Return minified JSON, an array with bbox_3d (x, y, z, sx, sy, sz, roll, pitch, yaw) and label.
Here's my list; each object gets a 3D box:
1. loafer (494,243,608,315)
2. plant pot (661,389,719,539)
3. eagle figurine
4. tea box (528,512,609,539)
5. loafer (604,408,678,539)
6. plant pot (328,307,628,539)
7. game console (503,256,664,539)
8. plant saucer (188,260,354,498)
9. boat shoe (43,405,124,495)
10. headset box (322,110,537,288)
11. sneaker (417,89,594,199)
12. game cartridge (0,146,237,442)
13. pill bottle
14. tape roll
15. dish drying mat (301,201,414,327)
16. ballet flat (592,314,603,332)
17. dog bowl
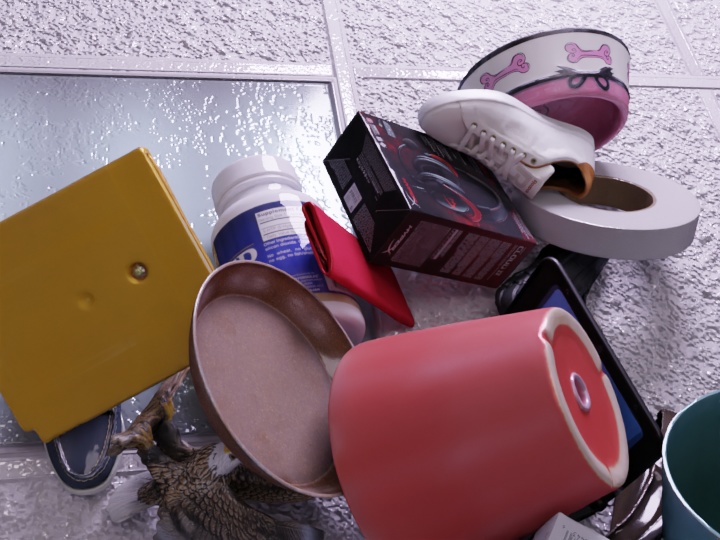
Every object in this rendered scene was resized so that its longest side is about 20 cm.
[{"bbox_3d":[0.214,0.013,0.997,0.200,0.068,0.071,-34,107,-40],"label":"loafer"},{"bbox_3d":[0.328,0.213,0.722,0.200,0.161,0.201,-3,32,2],"label":"plant pot"},{"bbox_3d":[-0.106,0.179,0.759,0.200,0.151,0.152,38,76,-2],"label":"eagle figurine"},{"bbox_3d":[0.178,0.311,0.688,0.200,0.197,0.134,30,55,8],"label":"tea box"},{"bbox_3d":[0.263,0.202,0.870,0.071,0.073,0.200,35,47,19],"label":"loafer"},{"bbox_3d":[0.100,0.124,0.739,0.200,0.177,0.201,41,36,-39],"label":"plant pot"},{"bbox_3d":[0.141,0.122,0.829,0.176,0.116,0.200,-26,61,2],"label":"game console"},{"bbox_3d":[-0.063,0.087,0.732,0.200,0.034,0.201,39,32,-31],"label":"plant saucer"},{"bbox_3d":[-0.244,0.096,0.831,0.075,0.062,0.200,1,55,-11],"label":"boat shoe"},{"bbox_3d":[0.078,-0.068,0.965,0.200,0.075,0.149,12,40,-38],"label":"headset box"},{"bbox_3d":[0.155,-0.126,0.967,0.199,0.073,0.085,13,54,-12],"label":"sneaker"},{"bbox_3d":[-0.221,0.022,0.766,0.200,0.032,0.177,-28,96,2],"label":"game cartridge"},{"bbox_3d":[-0.079,-0.008,0.906,0.119,0.120,0.200,-9,57,-18],"label":"pill bottle"},{"bbox_3d":[0.265,-0.070,1.023,0.202,0.037,0.203,3,26,-1],"label":"tape roll"},{"bbox_3d":[0.000,0.000,0.887,0.018,0.200,0.077,-29,65,12],"label":"dish drying mat"},{"bbox_3d":[0.212,0.130,0.899,0.072,0.072,0.201,4,74,-10],"label":"ballet flat"},{"bbox_3d":[0.211,-0.184,1.055,0.199,0.200,0.074,-3,68,-14],"label":"dog bowl"}]
